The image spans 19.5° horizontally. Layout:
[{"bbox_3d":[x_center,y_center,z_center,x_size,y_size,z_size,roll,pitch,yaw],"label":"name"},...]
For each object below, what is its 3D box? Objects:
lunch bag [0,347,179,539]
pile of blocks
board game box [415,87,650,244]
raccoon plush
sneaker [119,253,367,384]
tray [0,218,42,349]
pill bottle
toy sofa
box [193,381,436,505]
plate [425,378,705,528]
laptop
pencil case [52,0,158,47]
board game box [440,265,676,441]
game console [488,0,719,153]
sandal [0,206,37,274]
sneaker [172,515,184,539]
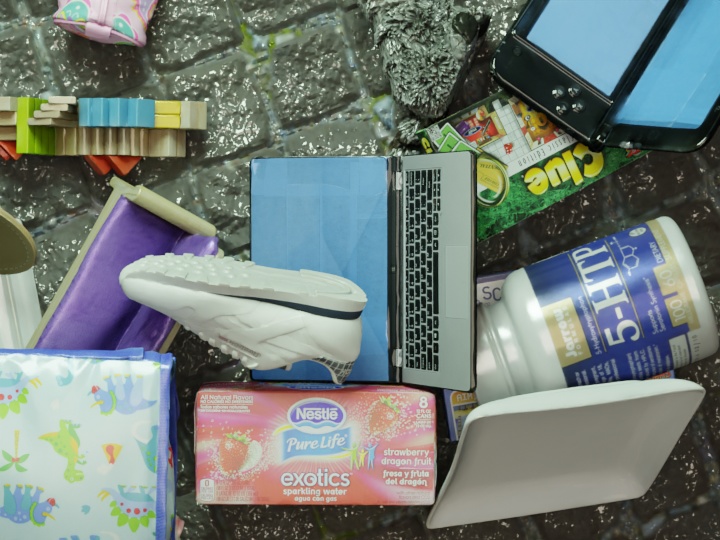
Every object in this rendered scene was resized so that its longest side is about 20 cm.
[{"bbox_3d":[-0.228,0.155,1.634,0.169,0.128,0.202,1,111,-1],"label":"lunch bag"},{"bbox_3d":[-0.227,-0.110,1.734,0.198,0.082,0.063,0,91,-2],"label":"pile of blocks"},{"bbox_3d":[0.150,-0.109,1.741,0.199,0.023,0.105,-28,96,-24],"label":"board game box"},{"bbox_3d":[0.019,-0.176,1.741,0.133,0.097,0.201,25,91,6],"label":"raccoon plush"},{"bbox_3d":[-0.096,0.038,1.664,0.198,0.076,0.081,12,109,1],"label":"sneaker"},{"bbox_3d":[-0.319,0.064,1.766,0.107,0.022,0.202,-10,92,-1],"label":"tray"},{"bbox_3d":[0.177,0.044,1.696,0.199,0.120,0.120,-21,92,1],"label":"pill bottle"},{"bbox_3d":[-0.202,0.032,1.719,0.083,0.098,0.201,29,91,-29],"label":"toy sofa"},{"bbox_3d":[-0.037,0.142,1.738,0.198,0.100,0.096,1,92,-1],"label":"box"},{"bbox_3d":[0.160,0.142,1.698,0.198,0.200,0.033,-6,60,-13],"label":"plate"},{"bbox_3d":[0.000,0.000,1.688,0.115,0.200,0.189,-1,91,-25],"label":"laptop"},{"bbox_3d":[-0.193,-0.287,1.731,0.087,0.087,0.201,15,92,-2],"label":"pencil case"},{"bbox_3d":[0.161,0.061,1.774,0.198,0.034,0.137,-9,91,-2],"label":"board game box"},{"bbox_3d":[0.232,-0.204,1.703,0.175,0.116,0.201,35,70,-3],"label":"game console"},{"bbox_3d":[-0.353,-0.057,1.742,0.210,0.070,0.078,9,128,15],"label":"sandal"},{"bbox_3d":[-0.208,0.198,1.745,0.104,0.075,0.201,-25,100,3],"label":"sneaker"}]
